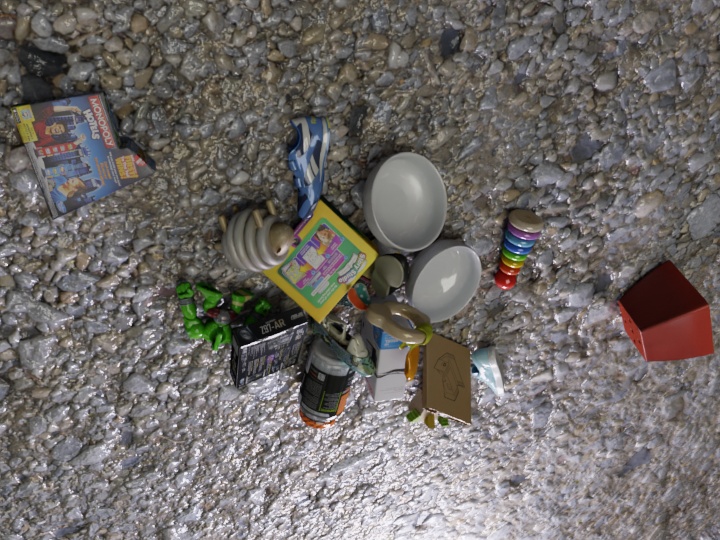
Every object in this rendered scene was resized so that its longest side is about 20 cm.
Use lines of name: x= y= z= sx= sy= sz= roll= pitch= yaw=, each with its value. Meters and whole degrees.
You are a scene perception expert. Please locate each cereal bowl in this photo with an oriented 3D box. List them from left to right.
cereal bowl: x=0.083 y=-0.140 z=1.282 sx=0.196 sy=0.083 sz=0.207 roll=0 pitch=90 yaw=-32
cereal bowl: x=0.182 y=0.015 z=1.432 sx=0.196 sy=0.083 sz=0.205 roll=-16 pitch=126 yaw=-24

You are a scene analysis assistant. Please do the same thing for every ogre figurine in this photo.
ogre figurine: x=-0.300 y=0.098 z=1.304 sx=0.196 sy=0.098 sz=0.123 roll=8 pitch=107 yaw=-40

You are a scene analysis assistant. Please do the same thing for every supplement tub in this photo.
supplement tub: x=-0.082 y=0.270 z=1.470 sx=0.119 sy=0.123 sz=0.204 roll=6 pitch=117 yaw=-23

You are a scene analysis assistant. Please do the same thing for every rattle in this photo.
rattle: x=0.047 y=0.129 z=1.316 sx=0.195 sy=0.132 sz=0.145 roll=16 pitch=132 yaw=-7

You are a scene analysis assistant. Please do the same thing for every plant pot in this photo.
plant pot: x=0.834 y=0.134 z=1.697 sx=0.173 sy=0.202 sz=0.202 roll=-24 pitch=126 yaw=9

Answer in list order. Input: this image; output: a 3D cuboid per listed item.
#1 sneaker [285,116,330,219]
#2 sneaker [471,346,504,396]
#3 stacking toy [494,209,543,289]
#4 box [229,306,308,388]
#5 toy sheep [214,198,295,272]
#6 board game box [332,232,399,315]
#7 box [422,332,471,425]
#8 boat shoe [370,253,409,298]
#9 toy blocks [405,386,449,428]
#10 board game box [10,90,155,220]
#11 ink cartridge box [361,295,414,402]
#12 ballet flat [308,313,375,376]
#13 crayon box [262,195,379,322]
sneaker: x=-0.112 y=-0.203 z=1.204 sx=0.080 sy=0.074 sz=0.206 roll=4 pitch=102 yaw=-19
sneaker: x=0.347 y=0.276 z=1.678 sx=0.080 sy=0.075 sz=0.203 roll=-7 pitch=132 yaw=19
stacking toy: x=0.375 y=-0.040 z=1.487 sx=0.083 sy=0.086 sz=0.204 roll=-2 pitch=123 yaw=-19
box: x=-0.204 y=0.171 z=1.342 sx=0.157 sy=0.044 sz=0.202 roll=-20 pitch=152 yaw=-25
toy sheep: x=-0.214 y=-0.063 z=1.222 sx=0.196 sy=0.140 sz=0.139 roll=-3 pitch=133 yaw=33
board game box: x=0.000 y=0.000 z=1.394 sx=0.196 sy=0.035 sz=0.137 roll=-28 pitch=125 yaw=-3
box: x=0.220 y=0.272 z=1.551 sx=0.161 sy=0.205 sz=0.021 roll=26 pitch=145 yaw=-31
boat shoe: x=0.070 y=0.001 z=1.306 sx=0.062 sy=0.074 sz=0.202 roll=-34 pitch=170 yaw=-16
toy blocks: x=0.219 y=0.329 z=1.627 sx=0.196 sy=0.100 sz=0.139 roll=5 pitch=122 yaw=-38
board game box: x=-0.472 y=-0.211 z=1.078 sx=0.195 sy=0.062 sz=0.205 roll=-13 pitch=123 yaw=-14
ink cartridge box: x=0.056 y=0.186 z=1.457 sx=0.082 sy=0.145 sz=0.205 roll=-4 pitch=120 yaw=-16
ballet flat: x=-0.037 y=0.158 z=1.391 sx=0.198 sy=0.074 sz=0.075 roll=37 pitch=108 yaw=11
crayon box: x=-0.085 y=-0.023 z=1.301 sx=0.172 sy=0.058 sz=0.200 roll=41 pitch=101 yaw=-11
